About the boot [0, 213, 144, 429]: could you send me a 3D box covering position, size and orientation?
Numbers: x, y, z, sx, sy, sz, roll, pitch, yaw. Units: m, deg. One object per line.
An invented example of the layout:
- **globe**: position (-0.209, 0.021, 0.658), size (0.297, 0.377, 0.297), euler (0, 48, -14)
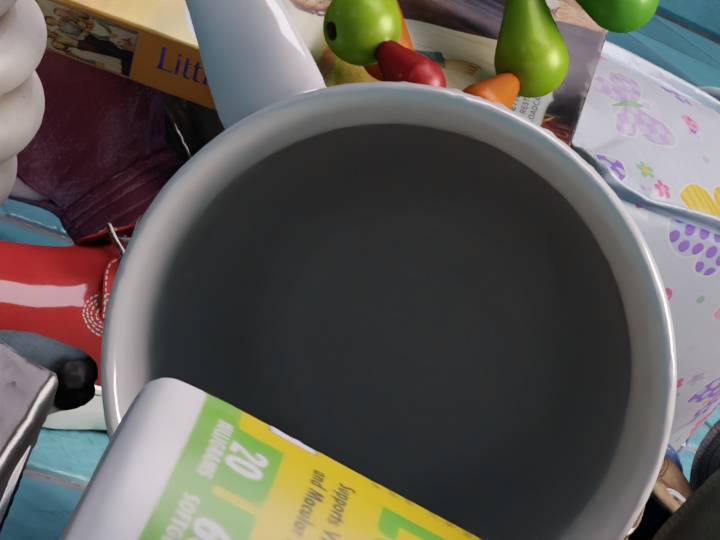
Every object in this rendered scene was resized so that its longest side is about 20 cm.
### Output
- **boot**: position (-0.061, -0.013, 0.918), size (0.200, 0.144, 0.072), euler (17, 28, -31)

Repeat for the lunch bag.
- **lunch bag**: position (0.096, 0.005, 1.117), size (0.200, 0.170, 0.127), euler (19, 35, -36)

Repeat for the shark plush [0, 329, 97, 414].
- **shark plush**: position (-0.145, 0.024, 0.727), size (0.083, 0.091, 0.200), euler (26, 10, -33)

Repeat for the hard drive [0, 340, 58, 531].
- **hard drive**: position (-0.173, 0.021, 0.600), size (0.200, 0.140, 0.038), euler (30, 53, 0)

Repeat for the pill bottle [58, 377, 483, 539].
- **pill bottle**: position (0.014, 0.117, 0.627), size (0.200, 0.111, 0.111), euler (28, 12, -4)

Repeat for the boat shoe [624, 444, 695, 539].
- **boat shoe**: position (0.071, 0.084, 1.010), size (0.200, 0.072, 0.072), euler (9, 31, -48)

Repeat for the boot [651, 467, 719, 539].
- **boot**: position (0.129, 0.119, 0.706), size (0.181, 0.200, 0.073), euler (24, 47, -18)

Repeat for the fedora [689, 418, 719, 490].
- **fedora**: position (0.224, 0.114, 1.078), size (0.176, 0.091, 0.200), euler (-9, -25, 12)

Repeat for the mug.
- **mug**: position (0.000, 0.000, 0.766), size (0.175, 0.147, 0.200), euler (-24, 89, -87)

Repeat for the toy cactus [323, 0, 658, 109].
- **toy cactus**: position (0.036, -0.136, 0.970), size (0.165, 0.102, 0.200), euler (33, 56, 26)

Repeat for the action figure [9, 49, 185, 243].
- **action figure**: position (-0.089, -0.029, 1.031), size (0.149, 0.134, 0.200), euler (-30, 83, -38)

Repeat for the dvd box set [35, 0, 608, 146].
- **dvd box set**: position (-0.007, -0.106, 1.005), size (0.200, 0.029, 0.147), euler (20, 47, 2)

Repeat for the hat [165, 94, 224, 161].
- **hat**: position (-0.051, -0.059, 1.284), size (0.200, 0.081, 0.201), euler (28, 11, -6)

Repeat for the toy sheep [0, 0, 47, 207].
- **toy sheep**: position (-0.158, -0.067, 0.822), size (0.137, 0.200, 0.138), euler (9, 26, -4)
